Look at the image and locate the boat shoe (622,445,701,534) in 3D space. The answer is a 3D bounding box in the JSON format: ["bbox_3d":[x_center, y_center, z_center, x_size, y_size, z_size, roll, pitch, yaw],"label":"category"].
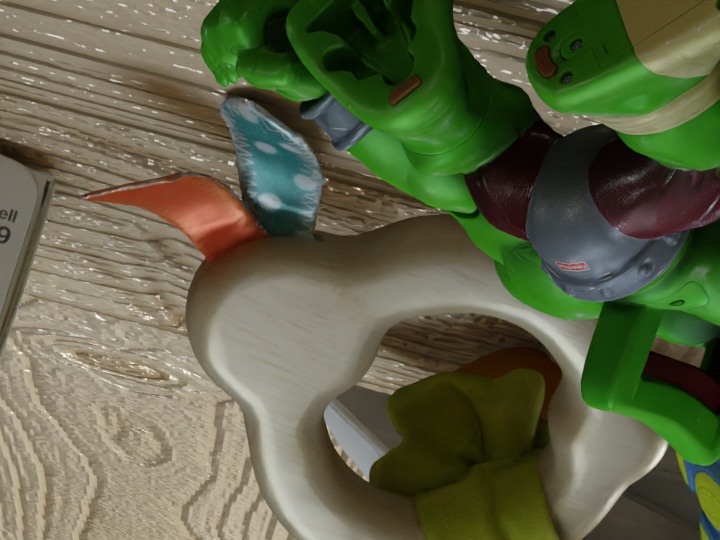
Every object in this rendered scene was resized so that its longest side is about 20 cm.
[{"bbox_3d":[0.163,0.095,0.954,0.200,0.070,0.071,14,165,0],"label":"boat shoe"}]

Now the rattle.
[{"bbox_3d":[0.000,0.000,0.849,0.200,0.143,0.130,36,125,-18],"label":"rattle"}]

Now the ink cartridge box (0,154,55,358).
[{"bbox_3d":[-0.198,0.004,0.932,0.145,0.088,0.200,18,162,-11],"label":"ink cartridge box"}]

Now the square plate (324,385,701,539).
[{"bbox_3d":[0.095,0.115,0.963,0.198,0.028,0.200,20,-164,-35],"label":"square plate"}]

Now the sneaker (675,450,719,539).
[{"bbox_3d":[0.134,0.057,0.640,0.083,0.071,0.200,-19,180,-15],"label":"sneaker"}]

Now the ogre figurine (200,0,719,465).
[{"bbox_3d":[0.062,-0.022,0.594,0.200,0.098,0.120,-11,141,35],"label":"ogre figurine"}]
